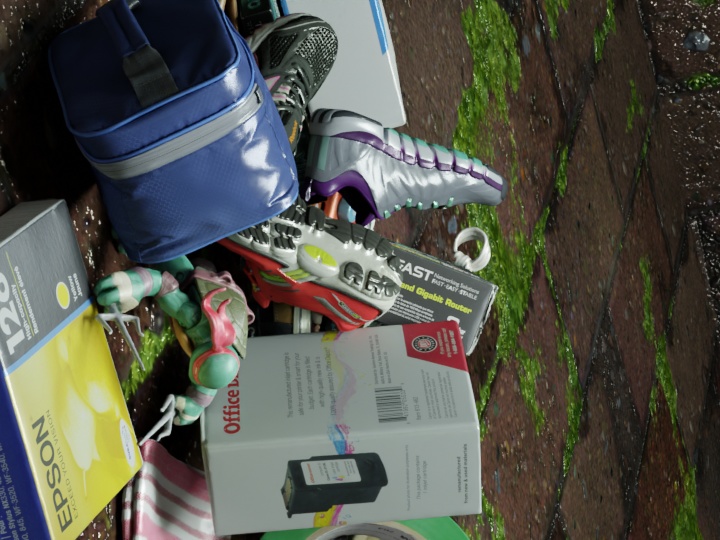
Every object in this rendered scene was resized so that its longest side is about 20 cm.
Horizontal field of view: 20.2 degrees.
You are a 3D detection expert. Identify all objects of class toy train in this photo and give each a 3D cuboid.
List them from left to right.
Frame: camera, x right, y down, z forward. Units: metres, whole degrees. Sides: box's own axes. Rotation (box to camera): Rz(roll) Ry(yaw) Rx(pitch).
[{"bbox_3d":[0.005,-0.009,1.756,0.056,0.199,0.151,19,89,-67],"label":"toy train"}]

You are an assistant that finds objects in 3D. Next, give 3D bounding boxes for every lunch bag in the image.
[{"bbox_3d":[-0.135,-0.117,1.399,0.200,0.135,0.133,-119,-173,-56],"label":"lunch bag"}]

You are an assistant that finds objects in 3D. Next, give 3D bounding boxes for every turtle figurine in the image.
[{"bbox_3d":[-0.124,0.040,1.415,0.200,0.100,0.151,-109,-177,-56],"label":"turtle figurine"}]

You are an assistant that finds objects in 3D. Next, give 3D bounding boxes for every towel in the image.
[{"bbox_3d":[-0.131,0.235,1.468,0.146,0.030,0.202,41,44,-61],"label":"towel"}]

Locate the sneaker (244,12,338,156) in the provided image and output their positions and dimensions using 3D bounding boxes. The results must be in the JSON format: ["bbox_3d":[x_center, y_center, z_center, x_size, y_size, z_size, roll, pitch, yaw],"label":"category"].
[{"bbox_3d":[-0.072,-0.114,1.565,0.200,0.086,0.080,-54,132,-22],"label":"sneaker"}]

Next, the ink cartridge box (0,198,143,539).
[{"bbox_3d":[-0.214,0.076,1.281,0.200,0.047,0.199,-54,133,-66],"label":"ink cartridge box"}]

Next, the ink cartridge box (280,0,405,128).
[{"bbox_3d":[-0.018,-0.218,1.813,0.200,0.084,0.147,-94,169,-67],"label":"ink cartridge box"}]

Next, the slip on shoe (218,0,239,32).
[{"bbox_3d":[-0.116,-0.133,1.617,0.076,0.060,0.202,0,82,-70],"label":"slip on shoe"}]

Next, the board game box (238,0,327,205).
[{"bbox_3d":[-0.070,-0.173,1.731,0.136,0.028,0.201,-101,176,-51],"label":"board game box"}]

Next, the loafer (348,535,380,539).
[{"bbox_3d":[0.013,0.262,1.768,0.201,0.067,0.076,-72,-177,-53],"label":"loafer"}]

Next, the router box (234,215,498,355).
[{"bbox_3d":[0.000,0.000,1.624,0.150,0.199,0.063,-144,-106,-84],"label":"router box"}]

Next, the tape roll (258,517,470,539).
[{"bbox_3d":[0.002,0.265,1.536,0.048,0.199,0.202,122,-31,-68],"label":"tape roll"}]

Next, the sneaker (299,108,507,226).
[{"bbox_3d":[0.033,-0.071,1.731,0.199,0.074,0.088,18,85,-28],"label":"sneaker"}]

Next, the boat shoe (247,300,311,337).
[{"bbox_3d":[-0.074,0.111,1.625,0.075,0.062,0.202,-92,-175,-67],"label":"boat shoe"}]

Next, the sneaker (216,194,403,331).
[{"bbox_3d":[-0.067,-0.011,1.495,0.199,0.085,0.077,30,41,-16],"label":"sneaker"}]

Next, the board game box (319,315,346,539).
[{"bbox_3d":[-0.028,0.150,1.686,0.135,0.028,0.202,107,-14,-63],"label":"board game box"}]

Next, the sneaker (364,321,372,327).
[{"bbox_3d":[0.031,0.112,1.908,0.071,0.072,0.201,-79,153,-51],"label":"sneaker"}]

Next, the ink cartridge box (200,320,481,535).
[{"bbox_3d":[-0.017,0.114,1.500,0.146,0.198,0.083,-97,-177,-59],"label":"ink cartridge box"}]

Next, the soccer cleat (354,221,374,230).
[{"bbox_3d":[-0.014,-0.031,1.854,0.085,0.068,0.202,25,54,-62],"label":"soccer cleat"}]
